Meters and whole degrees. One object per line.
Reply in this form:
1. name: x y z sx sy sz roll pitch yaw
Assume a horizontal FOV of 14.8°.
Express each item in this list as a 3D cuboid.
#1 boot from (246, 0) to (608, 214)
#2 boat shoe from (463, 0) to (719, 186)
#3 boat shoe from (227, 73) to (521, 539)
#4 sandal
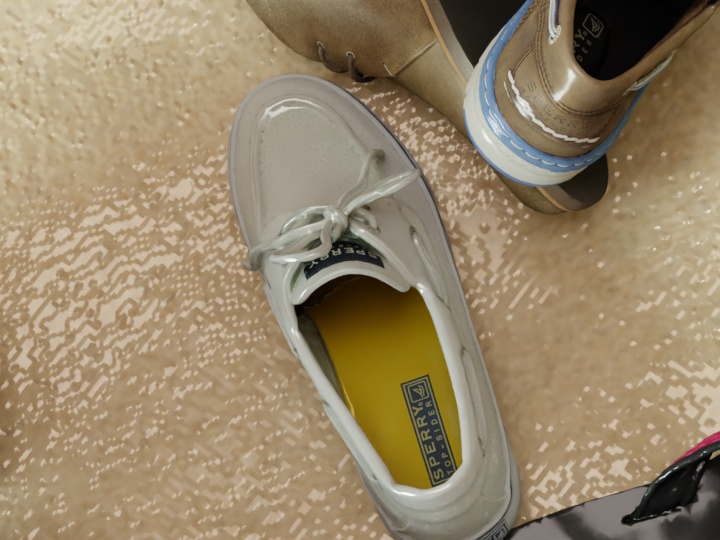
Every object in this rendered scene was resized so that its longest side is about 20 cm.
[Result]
1. boot: 0.017 -0.091 1.033 0.075 0.074 0.200 -43 73 26
2. boat shoe: 0.108 -0.117 0.985 0.072 0.072 0.200 33 60 -11
3. boat shoe: -0.004 0.003 0.977 0.075 0.086 0.202 -21 63 3
4. sandal: 0.130 0.088 0.953 0.200 0.045 0.075 -22 68 2
